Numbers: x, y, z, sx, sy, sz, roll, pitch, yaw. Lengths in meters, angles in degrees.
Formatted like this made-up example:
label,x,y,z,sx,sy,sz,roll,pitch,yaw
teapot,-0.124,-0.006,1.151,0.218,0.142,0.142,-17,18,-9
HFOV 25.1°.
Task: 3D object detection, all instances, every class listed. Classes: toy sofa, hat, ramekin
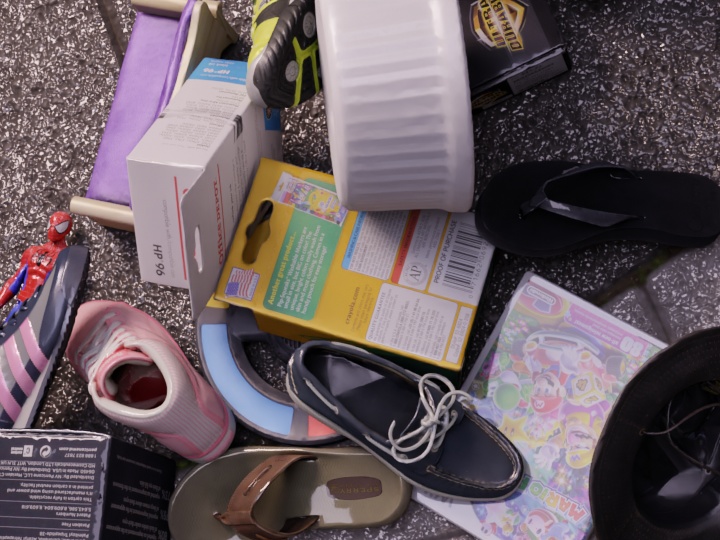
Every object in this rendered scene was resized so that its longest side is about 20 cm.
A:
label,x,y,z,sx,sy,sz,roll,pitch,yaw
toy sofa,-0.176,-0.134,1.353,0.082,0.098,0.202,12,80,16
hat,0.228,0.125,1.180,0.201,0.200,0.081,-51,31,-3
ramekin,0.022,-0.138,1.193,0.097,0.201,0.203,-7,74,-2

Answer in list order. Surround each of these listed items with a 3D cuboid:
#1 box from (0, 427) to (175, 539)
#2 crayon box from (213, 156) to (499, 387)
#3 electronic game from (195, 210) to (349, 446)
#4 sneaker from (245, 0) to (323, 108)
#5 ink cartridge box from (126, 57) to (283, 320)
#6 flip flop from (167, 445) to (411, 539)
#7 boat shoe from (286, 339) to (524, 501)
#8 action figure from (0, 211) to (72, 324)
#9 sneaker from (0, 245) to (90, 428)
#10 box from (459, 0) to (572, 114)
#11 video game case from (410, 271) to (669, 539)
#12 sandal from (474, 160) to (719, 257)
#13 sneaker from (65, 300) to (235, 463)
label,x,y,z,sx,sy,sz,roll,pitch,yaw
box,-0.220,0.232,1.242,0.103,0.148,0.202,1,75,14
crayon box,0.000,0.000,1.257,0.198,0.052,0.127,16,72,8
electronic game,-0.039,0.041,1.302,0.198,0.042,0.202,-4,75,13
sneaker,-0.057,-0.207,1.296,0.076,0.076,0.201,1,51,25
ink cartridge box,-0.125,-0.066,1.260,0.067,0.117,0.201,9,37,15
flip flop,-0.059,0.178,1.252,0.198,0.058,0.082,-6,94,14
boat shoe,0.037,0.110,1.214,0.199,0.062,0.075,32,73,2
action figure,-0.281,0.046,1.362,0.065,0.052,0.202,13,77,22
sneaker,-0.280,0.064,1.288,0.081,0.070,0.202,23,91,-5
box,0.049,-0.217,1.344,0.197,0.050,0.202,-23,71,7
video game case,0.142,0.120,1.247,0.142,0.018,0.201,28,85,19
sandal,0.184,-0.055,1.235,0.198,0.043,0.077,-3,65,-7
sneaker,-0.188,0.071,1.283,0.200,0.105,0.076,37,87,35
